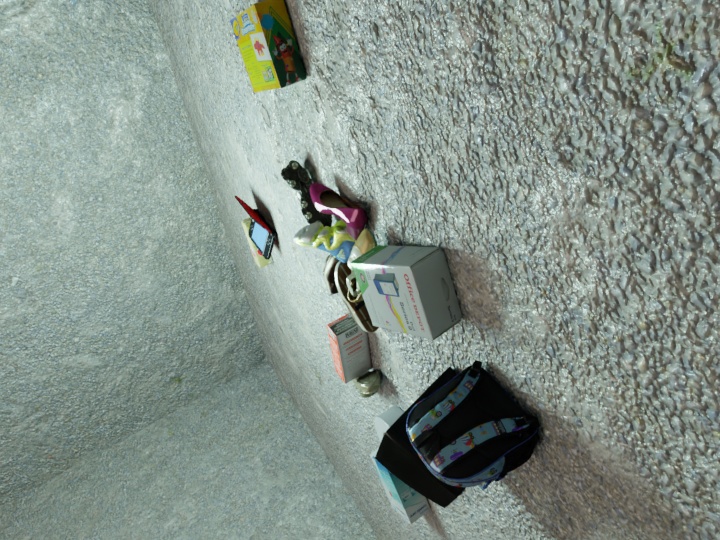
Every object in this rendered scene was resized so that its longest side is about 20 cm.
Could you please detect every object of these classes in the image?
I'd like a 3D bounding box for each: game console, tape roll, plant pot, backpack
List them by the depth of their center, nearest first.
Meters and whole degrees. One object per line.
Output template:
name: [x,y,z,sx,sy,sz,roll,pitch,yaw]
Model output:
backpack: [0.183,0.289,0.921,0.183,0.197,0.137,45,153,40]
plant pot: [0.164,0.359,1.085,0.177,0.199,0.201,43,153,21]
tape roll: [0.119,0.499,1.526,0.201,0.065,0.203,52,157,32]
game console: [-0.412,-0.162,2.008,0.200,0.117,0.175,46,126,42]

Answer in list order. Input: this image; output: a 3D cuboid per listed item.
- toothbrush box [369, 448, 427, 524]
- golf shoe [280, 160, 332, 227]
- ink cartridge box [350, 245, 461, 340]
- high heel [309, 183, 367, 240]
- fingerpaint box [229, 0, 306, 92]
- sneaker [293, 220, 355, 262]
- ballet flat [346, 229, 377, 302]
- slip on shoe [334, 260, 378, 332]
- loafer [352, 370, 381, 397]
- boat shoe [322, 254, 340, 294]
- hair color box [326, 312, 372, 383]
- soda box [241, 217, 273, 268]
toothbrush box: [0.124,0.672,1.686,0.204,0.084,0.146,66,160,-7]
golf shoe: [-0.127,-0.191,1.369,0.203,0.076,0.088,60,-174,4]
ink cartridge box: [0.084,0.036,1.009,0.198,0.087,0.148,5,120,55]
high heel: [-0.051,-0.161,1.196,0.200,0.067,0.097,43,151,26]
fingerpaint box: [-0.208,-0.497,1.182,0.199,0.072,0.170,26,138,59]
sneaker: [-0.078,-0.060,1.293,0.197,0.076,0.106,-1,127,42]
ballet flat: [0.000,0.000,1.160,0.069,0.062,0.203,49,152,36]
slip on shoe: [-0.013,0.065,1.347,0.203,0.075,0.060,60,161,-15]
loafer: [0.026,0.342,1.577,0.069,0.074,0.200,63,169,0]
boat shoe: [-0.074,-0.010,1.415,0.076,0.073,0.203,62,161,22]
hair color box: [-0.030,0.222,1.529,0.061,0.100,0.203,43,150,43]
soda box: [-0.429,-0.119,2.198,0.067,0.063,0.204,32,142,56]
